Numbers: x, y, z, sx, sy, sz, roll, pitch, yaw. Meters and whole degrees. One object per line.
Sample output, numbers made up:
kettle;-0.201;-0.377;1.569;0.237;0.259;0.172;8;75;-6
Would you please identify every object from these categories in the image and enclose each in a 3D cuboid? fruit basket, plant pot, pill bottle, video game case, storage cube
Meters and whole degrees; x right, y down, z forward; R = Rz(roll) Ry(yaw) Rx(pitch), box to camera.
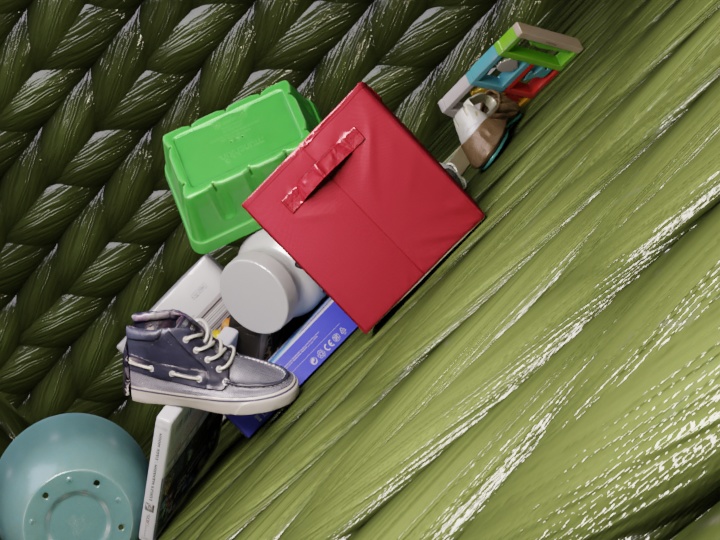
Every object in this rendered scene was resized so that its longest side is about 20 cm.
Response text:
fruit basket;-0.125;-0.114;1.485;0.213;0.157;0.216;-20;-27;-10
plant pot;-0.336;0.282;1.488;0.201;0.201;0.161;-47;13;-9
pill bottle;-0.075;-0.015;1.490;0.116;0.117;0.200;-43;0;40
video game case;-0.201;0.190;1.478;0.200;0.023;0.184;-59;-16;-58
storage cube;0.005;-0.070;1.293;0.171;0.180;0.200;-44;3;6

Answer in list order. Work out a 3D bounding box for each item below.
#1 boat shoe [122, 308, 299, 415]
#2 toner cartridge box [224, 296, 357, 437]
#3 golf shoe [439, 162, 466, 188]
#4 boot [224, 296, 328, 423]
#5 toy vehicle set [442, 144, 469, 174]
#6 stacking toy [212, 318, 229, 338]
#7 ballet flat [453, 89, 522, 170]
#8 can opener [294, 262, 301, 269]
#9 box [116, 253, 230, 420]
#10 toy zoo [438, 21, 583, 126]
boat shoe;-0.166;0.096;1.361;0.075;0.197;0.094;-81;-8;-61
toner cartridge box;-0.071;0.099;1.460;0.200;0.043;0.095;-46;5;14
golf shoe;0.093;-0.109;1.560;0.088;0.078;0.200;-32;6;-16
boot;-0.106;0.096;1.596;0.150;0.073;0.202;-28;-40;-42
toy vehicle set;0.082;-0.096;1.843;0.200;0.026;0.124;-44;5;39
stacking toy;-0.184;0.127;1.688;0.200;0.110;0.116;-43;-22;-14
ballet flat;0.160;-0.192;1.633;0.068;0.072;0.200;-45;5;32
can opener;0.004;-0.045;1.440;0.197;0.064;0.079;-12;-32;-25
box;-0.237;0.112;1.950;0.200;0.199;0.131;-46;4;-2
toy zoo;0.195;-0.257;1.724;0.130;0.021;0.200;3;-35;-41
